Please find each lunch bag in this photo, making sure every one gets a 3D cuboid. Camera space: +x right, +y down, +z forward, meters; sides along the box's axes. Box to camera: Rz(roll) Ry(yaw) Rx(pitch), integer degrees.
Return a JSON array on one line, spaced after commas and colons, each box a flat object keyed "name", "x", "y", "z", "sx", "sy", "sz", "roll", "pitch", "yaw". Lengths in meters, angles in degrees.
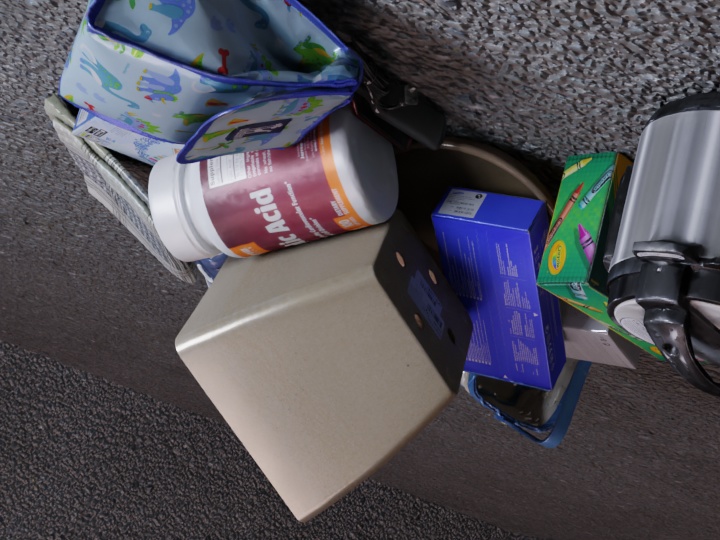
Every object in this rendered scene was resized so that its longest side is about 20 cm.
[{"name": "lunch bag", "x": -0.112, "y": -0.156, "z": 1.038, "sx": 0.198, "sy": 0.129, "sz": 0.170, "roll": 20, "pitch": 165, "yaw": -16}]

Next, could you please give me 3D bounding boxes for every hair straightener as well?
[{"name": "hair straightener", "x": 0.014, "y": -0.154, "z": 1.107, "sx": 0.076, "sy": 0.041, "sz": 0.200, "roll": 3, "pitch": 156, "yaw": 39}]

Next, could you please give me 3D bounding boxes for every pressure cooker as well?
[{"name": "pressure cooker", "x": 0.271, "y": -0.010, "z": 1.018, "sx": 0.174, "sy": 0.202, "sz": 0.179, "roll": 16, "pitch": 166, "yaw": -2}]

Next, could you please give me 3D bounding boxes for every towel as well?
[{"name": "towel", "x": -0.256, "y": -0.080, "z": 1.471, "sx": 0.200, "sy": 0.034, "sz": 0.193, "roll": 46, "pitch": 171, "yaw": 13}]

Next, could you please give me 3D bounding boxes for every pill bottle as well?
[{"name": "pill bottle", "x": -0.077, "y": -0.076, "z": 1.206, "sx": 0.198, "sy": 0.115, "sz": 0.114, "roll": -14, "pitch": 153, "yaw": 22}]

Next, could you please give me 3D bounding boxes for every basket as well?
[{"name": "basket", "x": 0.195, "y": 0.097, "z": 1.533, "sx": 0.138, "sy": 0.178, "sz": 0.200, "roll": 28, "pitch": 173, "yaw": -26}]

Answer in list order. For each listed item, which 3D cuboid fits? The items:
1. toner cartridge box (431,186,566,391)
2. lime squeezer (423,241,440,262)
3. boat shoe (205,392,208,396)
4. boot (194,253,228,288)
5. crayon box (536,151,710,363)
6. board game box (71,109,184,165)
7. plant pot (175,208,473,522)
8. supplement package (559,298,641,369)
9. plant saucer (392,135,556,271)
[{"name": "toner cartridge box", "x": 0.129, "y": 0.019, "z": 1.258, "sx": 0.094, "sy": 0.043, "sz": 0.201, "roll": 13, "pitch": 138, "yaw": 27}, {"name": "lime squeezer", "x": 0.001, "y": -0.061, "z": 1.344, "sx": 0.198, "sy": 0.071, "sz": 0.038, "roll": 16, "pitch": 152, "yaw": -10}, {"name": "boat shoe", "x": -0.098, "y": 0.051, "z": 1.438, "sx": 0.062, "sy": 0.201, "sz": 0.073, "roll": 41, "pitch": -174, "yaw": 39}, {"name": "boot", "x": -0.155, "y": -0.054, "z": 1.442, "sx": 0.072, "sy": 0.201, "sz": 0.091, "roll": -24, "pitch": 139, "yaw": -6}, {"name": "crayon box", "x": 0.246, "y": -0.008, "z": 1.212, "sx": 0.199, "sy": 0.120, "sz": 0.058, "roll": 28, "pitch": 161, "yaw": -39}, {"name": "board game box", "x": -0.153, "y": -0.131, "z": 1.331, "sx": 0.198, "sy": 0.044, "sz": 0.199, "roll": 23, "pitch": 164, "yaw": -25}, {"name": "plant pot", "x": -0.013, "y": 0.060, "z": 1.218, "sx": 0.176, "sy": 0.200, "sz": 0.201, "roll": -27, "pitch": 107, "yaw": 22}, {"name": "supplement package", "x": 0.179, "y": 0.014, "z": 1.372, "sx": 0.198, "sy": 0.115, "sz": 0.109, "roll": 9, "pitch": 163, "yaw": 30}, {"name": "plant saucer", "x": 0.099, "y": -0.051, "z": 1.268, "sx": 0.198, "sy": 0.030, "sz": 0.201, "roll": 19, "pitch": 144, "yaw": 15}]
